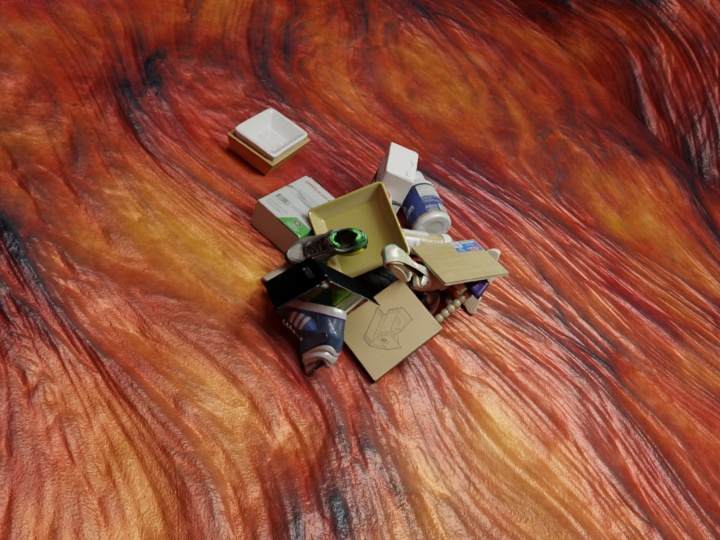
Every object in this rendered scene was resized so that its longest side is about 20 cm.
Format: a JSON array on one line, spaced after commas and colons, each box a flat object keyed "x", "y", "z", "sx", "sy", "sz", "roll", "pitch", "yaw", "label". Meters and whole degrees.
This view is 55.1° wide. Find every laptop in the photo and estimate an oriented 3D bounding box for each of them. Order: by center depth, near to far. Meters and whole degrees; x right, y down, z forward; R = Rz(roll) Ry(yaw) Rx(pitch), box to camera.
[{"x": -0.089, "y": 0.051, "z": 1.518, "sx": 0.199, "sy": 0.116, "sz": 0.187, "roll": -29, "pitch": 20, "yaw": -6, "label": "laptop"}]

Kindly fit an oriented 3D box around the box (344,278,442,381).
[{"x": 0.063, "y": 0.134, "z": 1.581, "sx": 0.199, "sy": 0.021, "sz": 0.164, "roll": -34, "pitch": 67, "yaw": -14, "label": "box"}]

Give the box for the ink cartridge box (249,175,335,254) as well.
[{"x": -0.158, "y": -0.141, "z": 1.754, "sx": 0.146, "sy": 0.083, "sz": 0.200, "roll": 41, "pitch": 42, "yaw": 13, "label": "ink cartridge box"}]

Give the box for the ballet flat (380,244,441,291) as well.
[{"x": 0.117, "y": 0.012, "z": 1.618, "sx": 0.199, "sy": 0.067, "sz": 0.063, "roll": 33, "pitch": 42, "yaw": -32, "label": "ballet flat"}]

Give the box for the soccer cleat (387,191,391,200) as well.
[{"x": 0.003, "y": -0.131, "z": 1.780, "sx": 0.200, "sy": 0.085, "sz": 0.069, "roll": -39, "pitch": 51, "yaw": -14, "label": "soccer cleat"}]

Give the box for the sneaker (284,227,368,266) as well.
[{"x": -0.084, "y": -0.062, "z": 1.610, "sx": 0.198, "sy": 0.085, "sz": 0.079, "roll": -18, "pitch": 75, "yaw": 4, "label": "sneaker"}]

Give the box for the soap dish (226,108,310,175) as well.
[{"x": -0.256, "y": -0.358, "z": 1.915, "sx": 0.157, "sy": 0.081, "sz": 0.200, "roll": 36, "pitch": 41, "yaw": 7, "label": "soap dish"}]

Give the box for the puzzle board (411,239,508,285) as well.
[{"x": 0.240, "y": -0.020, "z": 1.673, "sx": 0.199, "sy": 0.018, "sz": 0.151, "roll": -7, "pitch": 38, "yaw": -31, "label": "puzzle board"}]

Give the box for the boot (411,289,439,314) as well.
[{"x": 0.151, "y": 0.077, "z": 1.711, "sx": 0.073, "sy": 0.091, "sz": 0.200, "roll": 40, "pitch": 42, "yaw": 12, "label": "boot"}]

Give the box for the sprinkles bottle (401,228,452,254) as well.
[{"x": 0.151, "y": -0.075, "z": 1.881, "sx": 0.198, "sy": 0.068, "sz": 0.069, "roll": 6, "pitch": 46, "yaw": -25, "label": "sprinkles bottle"}]

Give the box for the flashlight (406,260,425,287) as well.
[{"x": 0.167, "y": -0.008, "z": 1.782, "sx": 0.068, "sy": 0.068, "sz": 0.200, "roll": 38, "pitch": 24, "yaw": 8, "label": "flashlight"}]

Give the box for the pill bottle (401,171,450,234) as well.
[{"x": 0.174, "y": -0.188, "z": 1.974, "sx": 0.110, "sy": 0.111, "sz": 0.201, "roll": 3, "pitch": 47, "yaw": -28, "label": "pill bottle"}]

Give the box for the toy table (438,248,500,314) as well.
[{"x": 0.278, "y": 0.011, "z": 1.802, "sx": 0.117, "sy": 0.185, "sz": 0.200, "roll": 27, "pitch": 34, "yaw": 19, "label": "toy table"}]

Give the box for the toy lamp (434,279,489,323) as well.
[{"x": 0.228, "y": 0.083, "z": 1.681, "sx": 0.058, "sy": 0.200, "sz": 0.058, "roll": 51, "pitch": 2, "yaw": -2, "label": "toy lamp"}]

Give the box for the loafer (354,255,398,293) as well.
[{"x": 0.000, "y": 0.000, "z": 1.717, "sx": 0.199, "sy": 0.073, "sz": 0.073, "roll": 27, "pitch": 1, "yaw": 23, "label": "loafer"}]

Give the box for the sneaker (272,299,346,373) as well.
[{"x": -0.125, "y": 0.145, "z": 1.495, "sx": 0.199, "sy": 0.148, "sz": 0.080, "roll": 7, "pitch": -11, "yaw": 33, "label": "sneaker"}]

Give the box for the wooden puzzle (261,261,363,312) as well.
[{"x": -0.107, "y": 0.038, "z": 1.640, "sx": 0.200, "sy": 0.037, "sz": 0.185, "roll": 41, "pitch": 42, "yaw": 12, "label": "wooden puzzle"}]

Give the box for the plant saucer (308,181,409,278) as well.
[{"x": -0.003, "y": -0.087, "z": 1.673, "sx": 0.199, "sy": 0.048, "sz": 0.201, "roll": -21, "pitch": 76, "yaw": 2, "label": "plant saucer"}]

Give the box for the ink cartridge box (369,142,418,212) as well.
[{"x": 0.075, "y": -0.223, "z": 1.883, "sx": 0.084, "sy": 0.201, "sz": 0.145, "roll": 21, "pitch": 41, "yaw": -10, "label": "ink cartridge box"}]
